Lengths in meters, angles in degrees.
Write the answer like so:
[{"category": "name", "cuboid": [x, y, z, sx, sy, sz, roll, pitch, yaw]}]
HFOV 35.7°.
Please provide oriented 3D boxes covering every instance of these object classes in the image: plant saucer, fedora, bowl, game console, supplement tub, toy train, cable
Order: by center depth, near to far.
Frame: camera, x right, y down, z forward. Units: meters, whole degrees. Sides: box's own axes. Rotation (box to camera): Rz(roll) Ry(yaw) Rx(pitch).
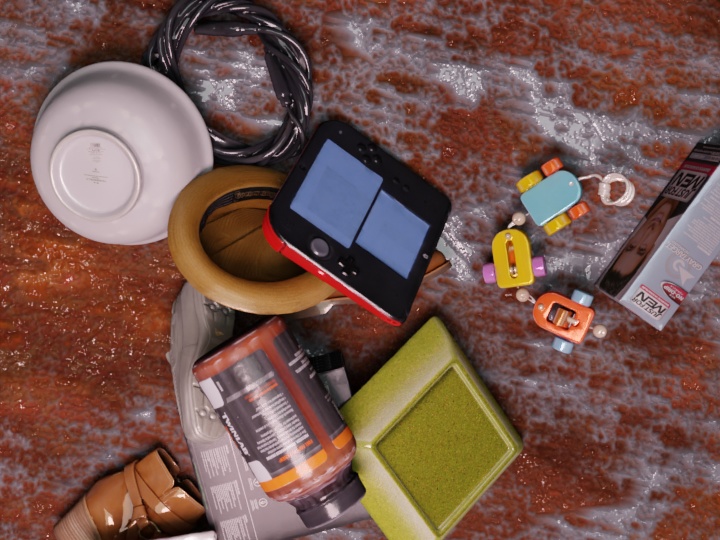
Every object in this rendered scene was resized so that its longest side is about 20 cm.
[{"category": "supplement tub", "cuboid": [-0.074, 0.151, 1.102, 0.107, 0.107, 0.201, -31, 92, 1]}, {"category": "bowl", "cuboid": [-0.258, -0.108, 1.154, 0.200, 0.090, 0.202, 3, 111, 7]}, {"category": "fedora", "cuboid": [-0.109, -0.018, 1.161, 0.200, 0.201, 0.082, 22, 138, -6]}, {"category": "game console", "cuboid": [0.001, -0.056, 1.165, 0.176, 0.200, 0.031, 32, 137, -7]}, {"category": "cable", "cuboid": [-0.132, -0.200, 1.199, 0.200, 0.051, 0.163, 40, 89, -5]}, {"category": "plant saucer", "cuboid": [0.080, 0.188, 1.208, 0.200, 0.048, 0.200, -43, 110, -22]}, {"category": "toy train", "cuboid": [0.220, -0.020, 1.224, 0.150, 0.056, 0.201, 20, 99, 15]}]

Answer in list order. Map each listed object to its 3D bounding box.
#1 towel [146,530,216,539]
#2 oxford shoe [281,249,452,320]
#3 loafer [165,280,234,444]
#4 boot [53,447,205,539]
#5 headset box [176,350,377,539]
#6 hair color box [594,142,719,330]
[{"category": "towel", "cuboid": [-0.210, 0.372, 1.202, 0.146, 0.030, 0.201, -10, 116, -5]}, {"category": "oxford shoe", "cuboid": [0.000, 0.000, 1.222, 0.199, 0.071, 0.072, -12, 94, 0]}, {"category": "loafer", "cuboid": [-0.169, 0.095, 1.179, 0.070, 0.201, 0.070, 28, 134, -34]}, {"category": "boot", "cuboid": [-0.227, 0.311, 1.248, 0.155, 0.074, 0.200, -37, 98, 4]}, {"category": "headset box", "cuboid": [-0.081, 0.197, 1.232, 0.199, 0.093, 0.175, -15, 99, -1]}, {"category": "hair color box", "cuboid": [0.348, -0.040, 1.219, 0.061, 0.099, 0.200, 34, 95, -8]}]
